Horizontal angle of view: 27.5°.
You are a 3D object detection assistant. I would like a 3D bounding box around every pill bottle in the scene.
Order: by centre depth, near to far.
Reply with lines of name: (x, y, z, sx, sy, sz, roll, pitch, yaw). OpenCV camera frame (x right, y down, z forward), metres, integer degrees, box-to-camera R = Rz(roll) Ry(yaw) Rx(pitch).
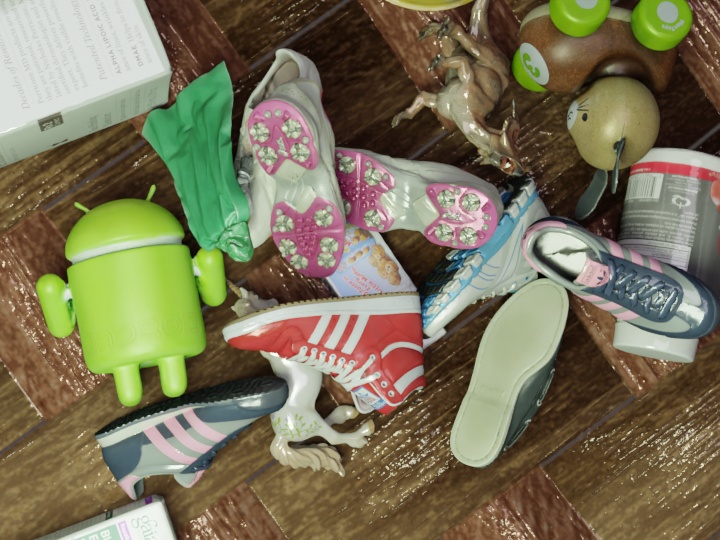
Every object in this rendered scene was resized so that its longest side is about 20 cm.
pill bottle: (0.310, -0.014, 1.473, 0.111, 0.111, 0.200, 13, 83, -8)

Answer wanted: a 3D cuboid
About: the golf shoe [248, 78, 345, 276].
golf shoe: (-0.046, -0.088, 1.382, 0.075, 0.092, 0.200, 4, 128, 17)

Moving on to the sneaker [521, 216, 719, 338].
sneaker: (0.239, 0.012, 1.383, 0.200, 0.082, 0.070, 24, 103, 18)

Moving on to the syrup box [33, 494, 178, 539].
syrup box: (-0.267, 0.282, 1.372, 0.200, 0.081, 0.079, -19, 90, -9)

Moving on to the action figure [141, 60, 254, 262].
action figure: (-0.138, -0.087, 1.387, 0.055, 0.118, 0.200, 20, 40, -44)

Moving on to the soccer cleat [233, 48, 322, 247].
soccer cleat: (-0.094, -0.120, 1.430, 0.069, 0.078, 0.200, 13, 78, 25)

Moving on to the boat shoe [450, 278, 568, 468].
boat shoe: (0.155, 0.105, 1.463, 0.074, 0.066, 0.200, 18, 82, 25)

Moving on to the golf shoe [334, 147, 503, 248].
golf shoe: (0.045, -0.076, 1.439, 0.200, 0.092, 0.075, 19, 114, 14)

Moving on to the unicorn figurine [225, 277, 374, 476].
unicorn figurine: (-0.055, 0.095, 1.422, 0.137, 0.074, 0.200, 4, 72, -23)

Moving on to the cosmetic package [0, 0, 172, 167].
cosmetic package: (-0.298, -0.208, 1.369, 0.200, 0.165, 0.165, -23, 89, -9)

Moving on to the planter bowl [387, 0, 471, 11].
planter bowl: (0.073, -0.370, 1.482, 0.200, 0.083, 0.201, 1, 85, -8)

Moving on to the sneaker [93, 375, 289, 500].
sneaker: (-0.149, 0.157, 1.389, 0.200, 0.070, 0.082, -17, 98, 19)

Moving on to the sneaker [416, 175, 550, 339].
sneaker: (0.131, 0.002, 1.459, 0.087, 0.075, 0.200, 48, 71, -18)

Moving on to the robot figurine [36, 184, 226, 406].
robot figurine: (-0.211, 0.024, 1.384, 0.175, 0.116, 0.200, -12, 84, -8)

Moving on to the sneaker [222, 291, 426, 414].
sneaker: (-0.026, 0.084, 1.364, 0.200, 0.071, 0.113, -6, 82, -25)

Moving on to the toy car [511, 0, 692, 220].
toy car: (0.228, -0.155, 1.429, 0.157, 0.164, 0.200, 8, 73, -8)

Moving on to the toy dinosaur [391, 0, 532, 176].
toy dinosaur: (0.120, -0.184, 1.478, 0.135, 0.086, 0.200, 23, 65, -17)

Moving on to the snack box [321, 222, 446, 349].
snack box: (0.000, 0.000, 1.467, 0.072, 0.024, 0.200, -34, 91, -10)
